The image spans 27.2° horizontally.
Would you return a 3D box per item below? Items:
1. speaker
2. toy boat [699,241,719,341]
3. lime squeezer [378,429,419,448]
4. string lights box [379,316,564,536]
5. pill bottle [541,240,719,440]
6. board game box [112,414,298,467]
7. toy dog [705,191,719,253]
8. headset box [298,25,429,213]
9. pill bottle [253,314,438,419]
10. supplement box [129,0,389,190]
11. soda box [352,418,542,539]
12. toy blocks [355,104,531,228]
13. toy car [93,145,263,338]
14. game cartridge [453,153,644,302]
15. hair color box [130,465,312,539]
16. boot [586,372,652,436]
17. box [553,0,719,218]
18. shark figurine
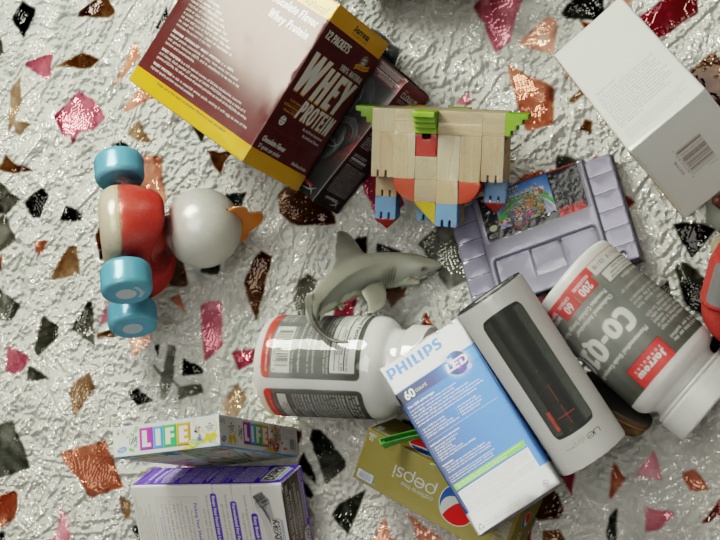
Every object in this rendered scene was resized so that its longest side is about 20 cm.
[{"bbox_3d":[0.186,0.107,1.523,0.081,0.081,0.201,-33,89,14],"label":"speaker"},{"bbox_3d":[0.440,0.036,1.468,0.197,0.131,0.132,12,106,5],"label":"toy boat"},{"bbox_3d":[0.116,0.143,1.616,0.199,0.071,0.038,-36,29,8],"label":"lime squeezer"},{"bbox_3d":[0.116,0.162,1.546,0.102,0.059,0.201,-33,76,7],"label":"string lights box"},{"bbox_3d":[0.290,0.074,1.548,0.200,0.114,0.114,42,97,13],"label":"pill bottle"},{"bbox_3d":[-0.172,0.195,1.685,0.133,0.200,0.035,-9,77,20],"label":"board game box"},{"bbox_3d":[0.433,-0.089,1.537,0.200,0.096,0.132,-41,69,11],"label":"toy dog"},{"bbox_3d":[-0.028,-0.195,1.766,0.149,0.077,0.201,43,99,24],"label":"headset box"},{"bbox_3d":[-0.011,0.109,1.679,0.198,0.116,0.118,1,80,23],"label":"pill bottle"},{"bbox_3d":[-0.115,-0.238,1.697,0.197,0.133,0.201,35,95,28],"label":"supplement box"},{"bbox_3d":[0.095,0.238,1.629,0.199,0.068,0.065,27,107,24],"label":"soda box"},{"bbox_3d":[0.089,-0.111,1.656,0.197,0.100,0.139,4,100,13],"label":"toy blocks"},{"bbox_3d":[-0.215,-0.039,1.797,0.197,0.177,0.186,-5,62,-6],"label":"toy car"},{"bbox_3d":[0.204,-0.041,1.662,0.198,0.038,0.131,-20,77,19],"label":"game cartridge"},{"bbox_3d":[-0.160,0.287,1.720,0.198,0.065,0.111,-3,102,24],"label":"hair color box"},{"bbox_3d":[0.221,0.145,1.608,0.199,0.073,0.076,23,104,32],"label":"boot"},{"bbox_3d":[0.304,-0.172,1.550,0.097,0.124,0.201,-39,38,12],"label":"box"},{"bbox_3d":[-0.021,0.005,1.669,0.127,0.214,0.091,6,114,39],"label":"shark figurine"}]
